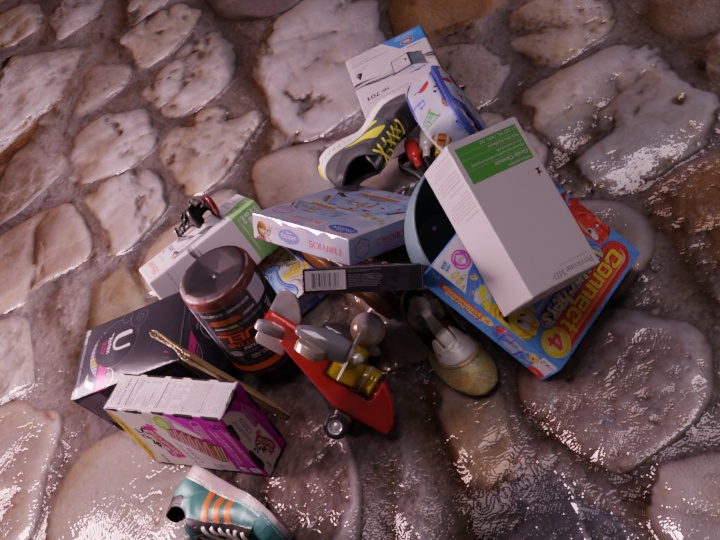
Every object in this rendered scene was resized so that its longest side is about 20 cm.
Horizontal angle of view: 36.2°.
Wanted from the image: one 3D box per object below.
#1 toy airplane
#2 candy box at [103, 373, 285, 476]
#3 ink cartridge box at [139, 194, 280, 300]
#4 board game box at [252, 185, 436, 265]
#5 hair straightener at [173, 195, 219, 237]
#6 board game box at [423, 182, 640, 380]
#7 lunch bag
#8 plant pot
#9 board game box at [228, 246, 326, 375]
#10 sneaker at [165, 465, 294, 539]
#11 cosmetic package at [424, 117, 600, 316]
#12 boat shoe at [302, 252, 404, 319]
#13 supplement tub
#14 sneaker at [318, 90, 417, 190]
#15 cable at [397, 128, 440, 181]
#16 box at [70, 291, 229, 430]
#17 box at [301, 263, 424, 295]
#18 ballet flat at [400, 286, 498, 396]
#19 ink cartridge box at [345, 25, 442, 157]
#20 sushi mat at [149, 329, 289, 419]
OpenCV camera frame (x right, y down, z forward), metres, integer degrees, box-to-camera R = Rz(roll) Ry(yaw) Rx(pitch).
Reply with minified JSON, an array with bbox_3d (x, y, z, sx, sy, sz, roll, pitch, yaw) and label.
[{"bbox_3d":[-0.035,0.096,1.380,0.141,0.199,0.200,-41,37,7],"label":"toy airplane"},{"bbox_3d":[-0.216,0.200,1.435,0.199,0.137,0.061,0,50,33],"label":"candy box"},{"bbox_3d":[-0.229,-0.021,1.674,0.200,0.084,0.145,-39,16,-9],"label":"ink cartridge box"},{"bbox_3d":[-0.017,-0.071,1.589,0.200,0.041,0.199,17,28,42],"label":"board game box"},{"bbox_3d":[-0.264,-0.088,1.707,0.077,0.041,0.200,-36,16,-6],"label":"hair straightener"},{"bbox_3d":[0.209,-0.005,1.350,0.200,0.196,0.056,-51,-1,-22],"label":"board game box"},{"bbox_3d":[0.149,-0.185,1.561,0.075,0.200,0.161,-37,37,13],"label":"lunch bag"},{"bbox_3d":[0.139,-0.046,1.450,0.200,0.200,0.135,-50,6,-21],"label":"plant pot"},{"bbox_3d":[-0.156,0.053,1.626,0.200,0.035,0.135,-40,41,-10],"label":"board game box"},{"bbox_3d":[-0.163,0.309,1.349,0.200,0.071,0.080,15,62,46],"label":"sneaker"},{"bbox_3d":[0.174,-0.062,1.284,0.107,0.085,0.200,-26,80,-23],"label":"cosmetic package"},{"bbox_3d":[0.000,0.000,1.558,0.200,0.070,0.070,32,76,38],"label":"boat shoe"},{"bbox_3d":[-0.150,0.066,1.481,0.107,0.200,0.107,-18,42,17],"label":"supplement tub"},{"bbox_3d":[0.031,-0.190,1.678,0.200,0.074,0.085,-41,38,5],"label":"sneaker"},{"bbox_3d":[0.099,-0.151,1.662,0.097,0.050,0.200,-21,39,16],"label":"cable"},{"bbox_3d":[-0.291,0.128,1.546,0.199,0.106,0.123,-22,47,26],"label":"box"},{"bbox_3d":[-0.002,0.010,1.370,0.142,0.036,0.200,-3,-1,-3],"label":"box"},{"bbox_3d":[0.106,0.084,1.409,0.071,0.071,0.200,-34,40,-3],"label":"ballet flat"},{"bbox_3d":[0.071,-0.294,1.801,0.146,0.086,0.200,-25,39,7],"label":"ink cartridge box"},{"bbox_3d":[-0.183,0.136,1.435,0.096,0.200,0.012,28,83,47],"label":"sushi mat"}]
